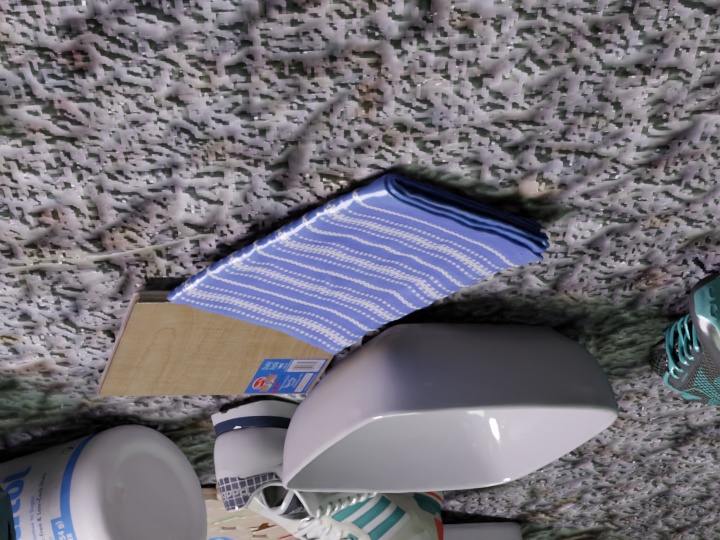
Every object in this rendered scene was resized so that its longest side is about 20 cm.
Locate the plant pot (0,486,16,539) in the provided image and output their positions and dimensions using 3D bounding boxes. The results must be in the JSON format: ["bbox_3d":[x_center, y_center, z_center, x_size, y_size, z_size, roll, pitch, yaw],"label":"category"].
[{"bbox_3d":[-0.358,0.181,1.857,0.196,0.201,0.200,-15,158,10],"label":"plant pot"}]

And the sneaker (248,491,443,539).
[{"bbox_3d":[-0.006,0.204,2.072,0.200,0.094,0.070,15,149,-43],"label":"sneaker"}]

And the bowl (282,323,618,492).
[{"bbox_3d":[0.058,0.091,1.814,0.200,0.075,0.200,2,160,-25],"label":"bowl"}]

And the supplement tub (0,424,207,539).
[{"bbox_3d":[-0.226,0.199,1.993,0.200,0.132,0.132,-20,155,36],"label":"supplement tub"}]

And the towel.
[{"bbox_3d":[0.000,0.000,1.613,0.145,0.024,0.200,18,147,-41],"label":"towel"}]

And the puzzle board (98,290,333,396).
[{"bbox_3d":[-0.089,0.047,1.767,0.150,0.017,0.200,0,161,-13],"label":"puzzle board"}]

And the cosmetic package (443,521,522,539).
[{"bbox_3d":[0.028,0.316,2.278,0.200,0.167,0.167,2,161,-39],"label":"cosmetic package"}]

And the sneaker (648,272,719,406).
[{"bbox_3d":[0.234,0.055,1.764,0.091,0.078,0.200,-6,159,17],"label":"sneaker"}]

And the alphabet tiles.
[{"bbox_3d":[-0.059,0.200,2.196,0.195,0.015,0.200,-21,154,34],"label":"alphabet tiles"}]

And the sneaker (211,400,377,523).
[{"bbox_3d":[-0.029,0.152,1.973,0.200,0.081,0.076,11,154,-38],"label":"sneaker"}]
